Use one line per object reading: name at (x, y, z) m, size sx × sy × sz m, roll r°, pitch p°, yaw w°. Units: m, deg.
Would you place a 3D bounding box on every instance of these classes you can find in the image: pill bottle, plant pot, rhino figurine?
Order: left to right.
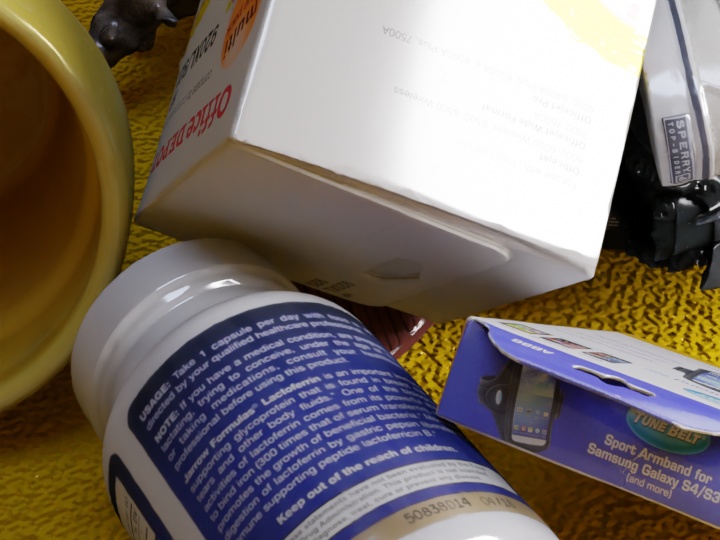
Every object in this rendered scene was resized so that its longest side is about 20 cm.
plant pot at (-0.195, -0.056, 0.760) m, size 0.201 × 0.201 × 0.189 m, roll -3°, pitch 21°, yaw -2°
rhino figurine at (-0.106, -0.165, 0.964) m, size 0.060 × 0.087 × 0.200 m, roll 44°, pitch 40°, yaw -13°
pill bottle at (-0.022, 0.078, 0.619) m, size 0.116 × 0.116 × 0.200 m, roll -19°, pitch 41°, yaw -22°

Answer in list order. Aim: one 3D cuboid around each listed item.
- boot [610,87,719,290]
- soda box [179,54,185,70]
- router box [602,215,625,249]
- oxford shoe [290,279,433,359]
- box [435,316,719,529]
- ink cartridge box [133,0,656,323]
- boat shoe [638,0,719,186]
boot at (0.174, -0.076, 0.776) m, size 0.162 × 0.073 × 0.198 m, roll -14°, pitch 37°, yaw -4°
soda box at (-0.012, -0.147, 0.853) m, size 0.064 × 0.200 × 0.068 m, roll 23°, pitch 30°, yaw -23°
router box at (0.205, -0.071, 0.865) m, size 0.200 × 0.052 × 0.157 m, roll 3°, pitch 37°, yaw 5°
oxford shoe at (0.000, 0.000, 0.784) m, size 0.200 × 0.071 × 0.075 m, roll -22°, pitch 14°, yaw -23°
box at (0.112, 0.055, 0.624) m, size 0.119 × 0.042 × 0.200 m, roll 20°, pitch 7°, yaw 26°
ink cartridge box at (0.019, -0.099, 0.683) m, size 0.145 × 0.147 × 0.200 m, roll 19°, pitch 74°, yaw -16°
boat shoe at (0.142, -0.109, 0.711) m, size 0.070 × 0.071 × 0.200 m, roll -9°, pitch 36°, yaw 9°
